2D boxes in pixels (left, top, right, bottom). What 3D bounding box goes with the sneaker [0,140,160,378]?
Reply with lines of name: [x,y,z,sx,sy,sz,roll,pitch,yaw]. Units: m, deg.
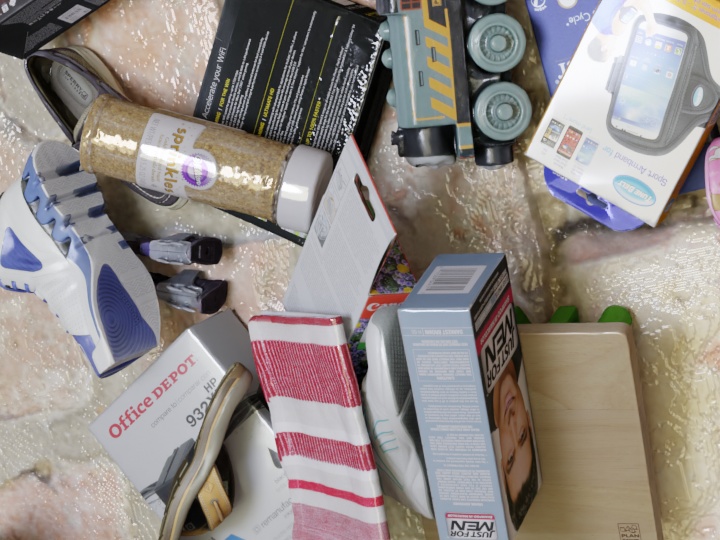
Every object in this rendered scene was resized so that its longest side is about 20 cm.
sneaker: [-0.253,0.002,1.700,0.115,0.080,0.200,-31,81,37]

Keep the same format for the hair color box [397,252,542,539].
hair color box: [0.085,0.098,1.521,0.060,0.099,0.201,-1,115,22]

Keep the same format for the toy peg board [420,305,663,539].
toy peg board: [0.145,0.119,1.624,0.199,0.098,0.201,-2,114,24]

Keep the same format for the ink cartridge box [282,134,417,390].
ink cartridge box: [0.000,0.000,1.567,0.109,0.050,0.201,66,148,36]

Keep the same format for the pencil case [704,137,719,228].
pencil case: [0.360,-0.074,1.493,0.199,0.083,0.087,-11,107,23]

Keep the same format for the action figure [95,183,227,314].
action figure: [-0.215,-0.012,1.748,0.199,0.069,0.131,8,111,25]

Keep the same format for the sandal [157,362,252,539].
sandal: [-0.123,0.172,1.655,0.054,0.080,0.201,23,104,-7]

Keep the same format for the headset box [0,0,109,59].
headset box: [-0.283,-0.305,1.695,0.148,0.075,0.201,-29,71,23]

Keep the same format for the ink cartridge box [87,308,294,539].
ink cartridge box: [-0.114,0.159,1.727,0.145,0.084,0.200,-43,83,24]

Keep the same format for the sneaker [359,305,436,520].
sneaker: [0.021,0.111,1.561,0.080,0.070,0.201,12,132,29]

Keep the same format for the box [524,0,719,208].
box: [0.207,-0.151,1.570,0.120,0.032,0.201,-14,95,23]

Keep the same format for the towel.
towel: [-0.033,0.132,1.587,0.144,0.023,0.202,0,105,60]

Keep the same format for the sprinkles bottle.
sprinkles bottle: [-0.124,-0.087,1.620,0.199,0.068,0.069,15,105,10]

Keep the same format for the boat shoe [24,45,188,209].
boat shoe: [-0.218,-0.122,1.706,0.200,0.065,0.072,48,119,26]

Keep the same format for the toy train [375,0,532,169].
toy train: [0.072,-0.177,1.577,0.113,0.085,0.202,-6,100,0]

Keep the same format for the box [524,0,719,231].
box: [0.212,-0.129,1.533,0.119,0.041,0.201,30,107,14]

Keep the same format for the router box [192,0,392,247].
router box: [-0.060,-0.135,1.670,0.148,0.051,0.201,24,108,19]
